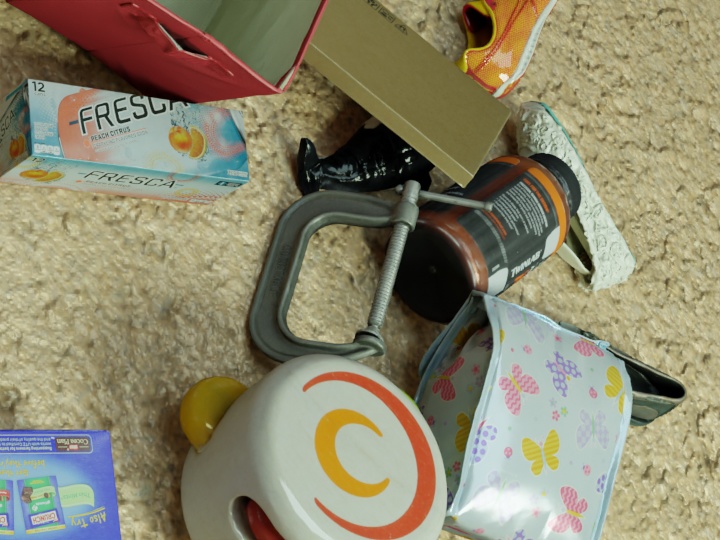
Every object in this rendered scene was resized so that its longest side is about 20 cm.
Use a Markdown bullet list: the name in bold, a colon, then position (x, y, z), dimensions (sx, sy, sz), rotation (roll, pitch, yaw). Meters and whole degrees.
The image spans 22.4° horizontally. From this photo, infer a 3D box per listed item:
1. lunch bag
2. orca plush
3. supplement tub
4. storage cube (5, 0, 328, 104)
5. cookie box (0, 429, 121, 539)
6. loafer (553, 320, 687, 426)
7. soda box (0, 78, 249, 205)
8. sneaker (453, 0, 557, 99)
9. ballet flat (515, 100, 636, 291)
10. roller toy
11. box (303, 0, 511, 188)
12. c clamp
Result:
- **lunch bag**: position (0.133, 0.137, 1.561), dimensions (0.169, 0.127, 0.201), rotation (23, 78, -30)
- **orca plush**: position (0.030, -0.121, 1.621), dimensions (0.199, 0.071, 0.106), rotation (-7, 78, -41)
- **supplement tub**: position (0.119, -0.038, 1.639), dimensions (0.200, 0.107, 0.107), rotation (-34, 96, -42)
- **storage cube**: position (-0.135, -0.247, 1.409), dimensions (0.171, 0.179, 0.201), rotation (33, 70, -34)
- **cookie box**: position (-0.252, 0.215, 1.252), dimensions (0.171, 0.075, 0.201), rotation (5, 70, -39)
- **loafer**: position (0.222, 0.088, 1.705), dimensions (0.200, 0.063, 0.072), rotation (24, 59, -31)
- **soda box**: position (-0.188, -0.099, 1.430), dimensions (0.199, 0.068, 0.064), rotation (5, 71, -38)
- **sneaker**: position (0.144, -0.259, 1.773), dimensions (0.077, 0.073, 0.200), rotation (33, 51, -14)
- **ballet flat**: position (0.195, -0.067, 1.745), dimensions (0.072, 0.072, 0.200), rotation (-37, 98, -42)
- **roller toy**: position (-0.041, 0.170, 1.403), dimensions (0.199, 0.140, 0.183), rotation (15, 53, -33)
- **box**: position (0.037, -0.170, 1.612), dimensions (0.200, 0.021, 0.164), rotation (39, 30, -3)
- **c clamp**: position (0.000, 0.000, 1.512), dimensions (0.170, 0.027, 0.201), rotation (14, 60, 14)
